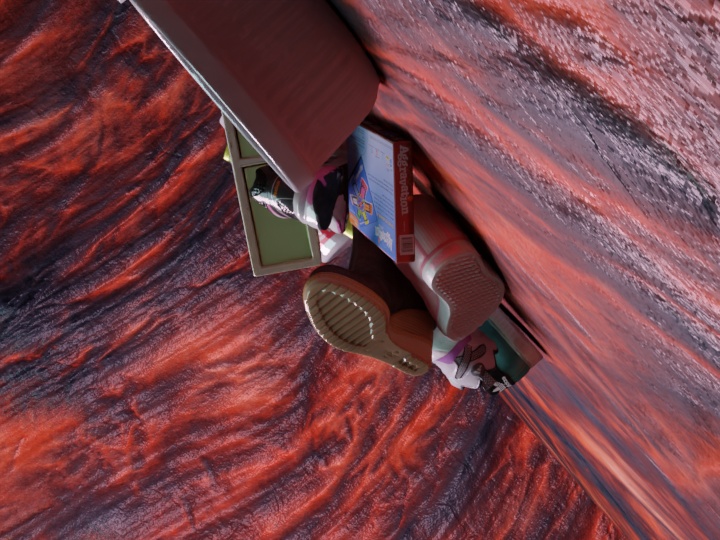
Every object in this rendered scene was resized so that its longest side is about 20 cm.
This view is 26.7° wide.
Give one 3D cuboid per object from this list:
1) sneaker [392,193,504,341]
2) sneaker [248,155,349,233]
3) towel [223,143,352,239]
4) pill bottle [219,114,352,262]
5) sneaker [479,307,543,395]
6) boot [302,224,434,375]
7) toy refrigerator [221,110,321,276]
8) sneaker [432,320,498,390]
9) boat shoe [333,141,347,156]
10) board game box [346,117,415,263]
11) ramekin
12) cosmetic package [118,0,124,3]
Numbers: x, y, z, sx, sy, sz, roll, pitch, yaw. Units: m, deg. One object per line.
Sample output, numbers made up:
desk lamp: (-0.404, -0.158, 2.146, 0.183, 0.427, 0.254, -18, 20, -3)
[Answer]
sneaker: (0.075, -0.009, 1.456, 0.105, 0.075, 0.200, 50, 177, 26)
sneaker: (-0.055, -0.086, 1.490, 0.086, 0.081, 0.200, 15, -179, 9)
towel: (-0.052, -0.107, 1.636, 0.199, 0.086, 0.018, 32, -151, 9)
pill bottle: (-0.062, -0.120, 1.709, 0.200, 0.119, 0.120, 49, 179, 2)
sneaker: (0.122, 0.063, 1.722, 0.071, 0.080, 0.200, 47, -179, -42)
boot: (0.000, 0.000, 1.473, 0.200, 0.072, 0.167, 38, -147, -47)
toy refrigerator: (-0.093, -0.101, 1.590, 0.070, 0.075, 0.202, -98, -1, -71)
sneaker: (0.093, 0.077, 1.637, 0.140, 0.078, 0.200, 43, -174, -21)
boat shoe: (-0.044, -0.143, 1.515, 0.072, 0.068, 0.200, 47, -179, 13)
board game box: (0.016, -0.077, 1.359, 0.200, 0.019, 0.104, -135, 42, -73)
ramekin: (-0.074, -0.167, 1.147, 0.200, 0.105, 0.200, 49, 179, 1)
cosmetic package: (-0.502, -0.618, 2.902, 0.200, 0.081, 0.113, 51, 177, -29)
